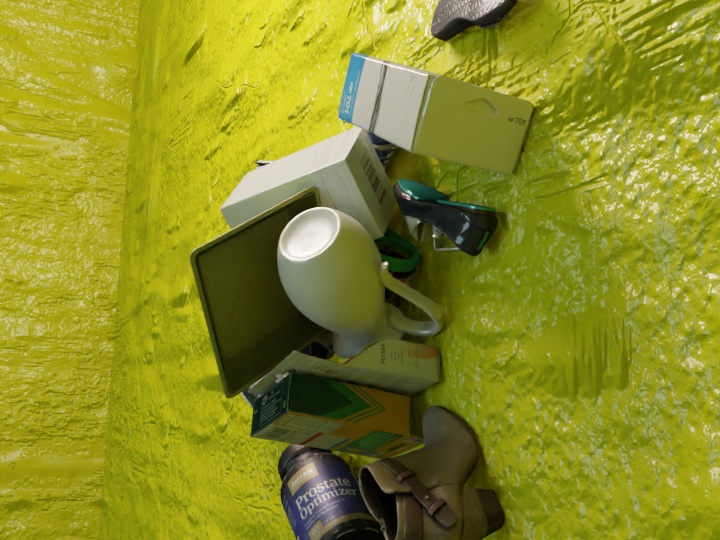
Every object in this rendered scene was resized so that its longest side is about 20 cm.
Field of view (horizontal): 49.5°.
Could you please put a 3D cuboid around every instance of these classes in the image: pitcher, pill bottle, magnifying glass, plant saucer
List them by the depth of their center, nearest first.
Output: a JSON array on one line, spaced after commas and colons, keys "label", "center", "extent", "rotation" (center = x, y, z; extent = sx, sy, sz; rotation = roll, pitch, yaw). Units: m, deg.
[{"label": "pitcher", "center": [0.001, 0.019, 0.937], "extent": [0.168, 0.201, 0.123], "rotation": [-6, 49, 25]}, {"label": "plant saucer", "center": [-0.122, 0.020, 0.963], "extent": [0.047, 0.198, 0.204], "rotation": [19, 129, 40]}, {"label": "magnifying glass", "center": [0.027, -0.049, 1.072], "extent": [0.201, 0.078, 0.023], "rotation": [-114, 35, -60]}, {"label": "pill bottle", "center": [-0.048, 0.327, 1.081], "extent": [0.200, 0.109, 0.114], "rotation": [50, 127, 54]}]

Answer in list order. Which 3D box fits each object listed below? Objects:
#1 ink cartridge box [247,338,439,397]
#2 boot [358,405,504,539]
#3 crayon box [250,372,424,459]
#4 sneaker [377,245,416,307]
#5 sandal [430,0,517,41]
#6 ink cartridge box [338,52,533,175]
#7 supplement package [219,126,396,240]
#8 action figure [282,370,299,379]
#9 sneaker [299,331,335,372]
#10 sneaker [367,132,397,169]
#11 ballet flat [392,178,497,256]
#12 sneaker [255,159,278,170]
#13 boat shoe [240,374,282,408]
[{"label": "ink cartridge box", "center": [-0.023, 0.126, 0.979], "extent": [0.162, 0.196, 0.051], "rotation": [-41, 39, 52]}, {"label": "boot", "center": [0.064, 0.220, 0.849], "extent": [0.201, 0.143, 0.072], "rotation": [56, 134, 52]}, {"label": "crayon box", "center": [-0.024, 0.186, 0.980], "extent": [0.125, 0.196, 0.053], "rotation": [-39, 41, 52]}, {"label": "sneaker", "center": [0.000, 0.000, 1.095], "extent": [0.200, 0.079, 0.088], "rotation": [47, 127, 57]}, {"label": "sandal", "center": [0.144, -0.322, 0.934], "extent": [0.200, 0.042, 0.078], "rotation": [-155, 80, -71]}, {"label": "ink cartridge box", "center": [0.080, -0.184, 0.904], "extent": [0.200, 0.143, 0.088], "rotation": [42, 119, 57]}, {"label": "supplement package", "center": [-0.067, -0.090, 1.046], "extent": [0.196, 0.118, 0.118], "rotation": [-17, 27, 24]}, {"label": "action figure", "center": [-0.091, 0.127, 1.189], "extent": [0.203, 0.101, 0.119], "rotation": [61, -174, 13]}, {"label": "sneaker", "center": [-0.034, 0.079, 1.106], "extent": [0.074, 0.086, 0.204], "rotation": [124, 160, -56]}, {"label": "sneaker", "center": [0.021, -0.161, 1.112], "extent": [0.199, 0.073, 0.091], "rotation": [168, 97, -69]}, {"label": "ballet flat", "center": [0.091, -0.061, 0.944], "extent": [0.199, 0.072, 0.075], "rotation": [31, 111, 58]}, {"label": "sneaker", "center": [-0.093, -0.138, 1.154], "extent": [0.200, 0.113, 0.078], "rotation": [168, 95, -68]}, {"label": "boat shoe", "center": [-0.129, 0.228, 1.247], "extent": [0.198, 0.073, 0.069], "rotation": [39, 129, 19]}]
